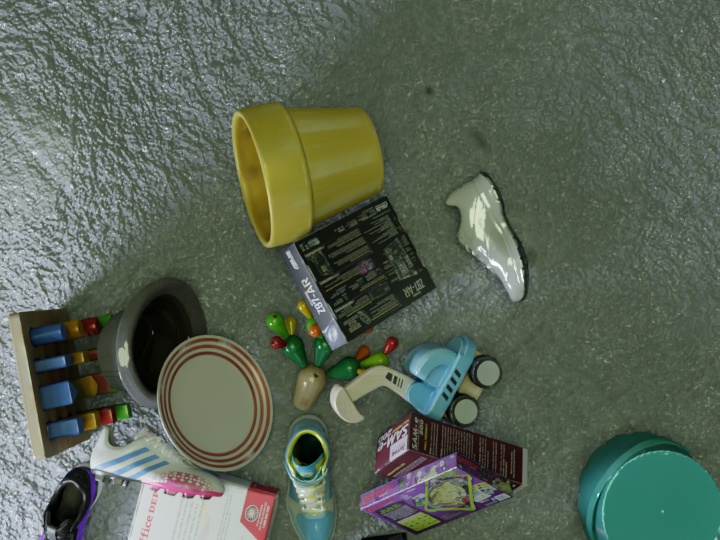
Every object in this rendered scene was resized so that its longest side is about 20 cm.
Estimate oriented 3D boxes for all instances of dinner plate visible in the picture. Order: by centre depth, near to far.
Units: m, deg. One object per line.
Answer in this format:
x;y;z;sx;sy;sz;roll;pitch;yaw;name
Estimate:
-0.215;0.195;1.619;0.198;0.024;0.204;17;63;-36;dinner plate

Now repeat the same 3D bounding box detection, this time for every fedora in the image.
-0.317;0.108;1.616;0.089;0.201;0.179;-4;123;27;fedora

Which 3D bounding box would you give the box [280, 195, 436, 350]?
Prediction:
0.000;0.000;1.608;0.199;0.043;0.162;-30;90;-39;box

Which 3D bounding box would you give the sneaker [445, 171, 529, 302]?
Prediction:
0.196;-0.043;1.660;0.086;0.074;0.203;-24;82;12;sneaker

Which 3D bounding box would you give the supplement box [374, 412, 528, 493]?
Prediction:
0.132;0.276;1.591;0.197;0.109;0.062;19;55;-20;supplement box

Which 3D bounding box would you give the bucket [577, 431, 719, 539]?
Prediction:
0.422;0.342;1.608;0.203;0.135;0.211;0;87;-1;bucket

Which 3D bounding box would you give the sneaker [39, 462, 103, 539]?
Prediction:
-0.446;0.388;1.628;0.068;0.100;0.203;15;88;3;sneaker

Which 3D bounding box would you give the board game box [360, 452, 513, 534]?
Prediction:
0.107;0.323;1.579;0.119;0.199;0.033;27;48;-34;board game box

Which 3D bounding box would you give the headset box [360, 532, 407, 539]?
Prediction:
0.047;0.500;1.600;0.076;0.149;0.204;-6;89;1;headset box

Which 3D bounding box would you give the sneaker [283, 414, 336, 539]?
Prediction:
-0.076;0.319;1.614;0.078;0.131;0.204;-7;89;-1;sneaker

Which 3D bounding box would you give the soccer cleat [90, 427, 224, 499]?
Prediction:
-0.286;0.272;1.568;0.196;0.070;0.088;11;77;-1;soccer cleat

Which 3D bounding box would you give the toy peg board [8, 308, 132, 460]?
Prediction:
-0.407;0.150;1.583;0.096;0.199;0.204;-12;89;3;toy peg board

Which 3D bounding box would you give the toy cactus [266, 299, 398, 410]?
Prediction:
-0.055;0.134;1.638;0.197;0.102;0.167;16;106;-21;toy cactus

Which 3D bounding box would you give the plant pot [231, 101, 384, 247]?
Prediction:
-0.072;-0.152;1.603;0.186;0.201;0.204;-14;89;-15;plant pot

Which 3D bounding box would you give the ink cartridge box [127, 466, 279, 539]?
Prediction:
-0.232;0.374;1.636;0.197;0.086;0.150;15;87;2;ink cartridge box

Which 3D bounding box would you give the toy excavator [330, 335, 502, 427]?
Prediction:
0.078;0.163;1.611;0.198;0.100;0.196;31;87;-12;toy excavator
